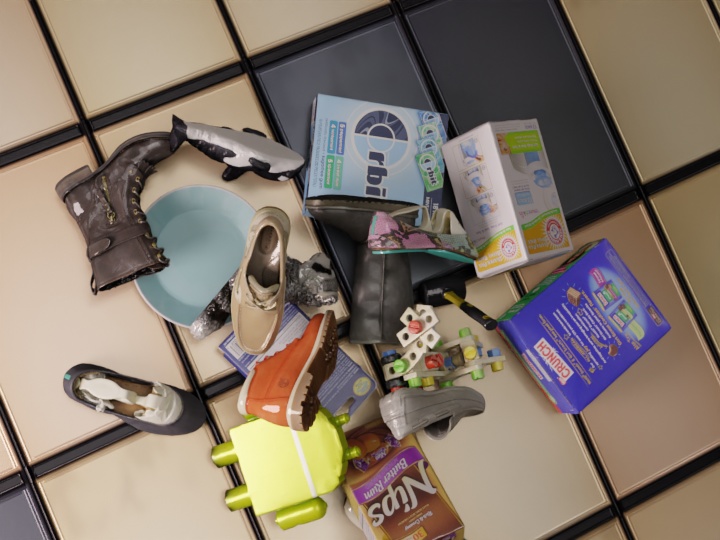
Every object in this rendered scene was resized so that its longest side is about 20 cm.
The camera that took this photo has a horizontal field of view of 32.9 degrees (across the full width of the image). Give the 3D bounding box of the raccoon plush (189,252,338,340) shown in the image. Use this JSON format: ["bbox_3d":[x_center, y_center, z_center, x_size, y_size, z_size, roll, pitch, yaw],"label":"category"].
[{"bbox_3d":[-0.120,0.045,1.656,0.134,0.097,0.200,41,104,-5],"label":"raccoon plush"}]

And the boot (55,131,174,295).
[{"bbox_3d":[-0.302,-0.076,1.642,0.198,0.069,0.175,-30,75,-5],"label":"boot"}]

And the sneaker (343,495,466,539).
[{"bbox_3d":[0.073,0.351,1.663,0.198,0.093,0.071,31,76,-7],"label":"sneaker"}]

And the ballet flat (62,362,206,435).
[{"bbox_3d":[-0.299,0.173,1.619,0.197,0.073,0.074,19,78,-10],"label":"ballet flat"}]

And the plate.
[{"bbox_3d":[-0.220,-0.018,1.689,0.197,0.026,0.204,2,80,-12],"label":"plate"}]

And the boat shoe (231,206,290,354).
[{"bbox_3d":[-0.129,0.021,1.569,0.071,0.065,0.203,10,110,-4],"label":"boat shoe"}]

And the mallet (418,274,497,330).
[{"bbox_3d":[0.131,0.049,1.677,0.065,0.200,0.042,-8,106,-8],"label":"mallet"}]

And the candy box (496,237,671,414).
[{"bbox_3d":[0.321,0.081,1.772,0.199,0.077,0.170,-38,92,-17],"label":"candy box"}]

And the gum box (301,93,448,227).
[{"bbox_3d":[0.022,-0.152,1.756,0.197,0.045,0.173,7,81,-11],"label":"gum box"}]

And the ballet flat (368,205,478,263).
[{"bbox_3d":[0.091,-0.052,1.664,0.198,0.069,0.072,5,90,-40],"label":"ballet flat"}]

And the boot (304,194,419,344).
[{"bbox_3d":[-0.001,0.000,1.698,0.179,0.073,0.203,6,100,-11],"label":"boot"}]

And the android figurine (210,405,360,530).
[{"bbox_3d":[-0.098,0.249,1.627,0.198,0.041,0.184,-22,84,12],"label":"android figurine"}]

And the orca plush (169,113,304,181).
[{"bbox_3d":[-0.178,-0.150,1.694,0.198,0.105,0.072,5,123,-38],"label":"orca plush"}]

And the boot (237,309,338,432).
[{"bbox_3d":[-0.092,0.122,1.615,0.106,0.076,0.201,4,40,19],"label":"boot"}]

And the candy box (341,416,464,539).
[{"bbox_3d":[0.045,0.296,1.635,0.115,0.057,0.201,-20,55,-15],"label":"candy box"}]

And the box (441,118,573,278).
[{"bbox_3d":[0.210,-0.103,1.743,0.111,0.101,0.203,-10,82,-42],"label":"box"}]

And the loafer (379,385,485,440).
[{"bbox_3d":[0.103,0.199,1.672,0.198,0.070,0.071,2,66,-45],"label":"loafer"}]

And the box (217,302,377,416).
[{"bbox_3d":[-0.086,0.134,1.683,0.200,0.032,0.121,43,75,5],"label":"box"}]

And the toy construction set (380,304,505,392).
[{"bbox_3d":[0.103,0.118,1.671,0.130,0.199,0.093,-20,62,26],"label":"toy construction set"}]
